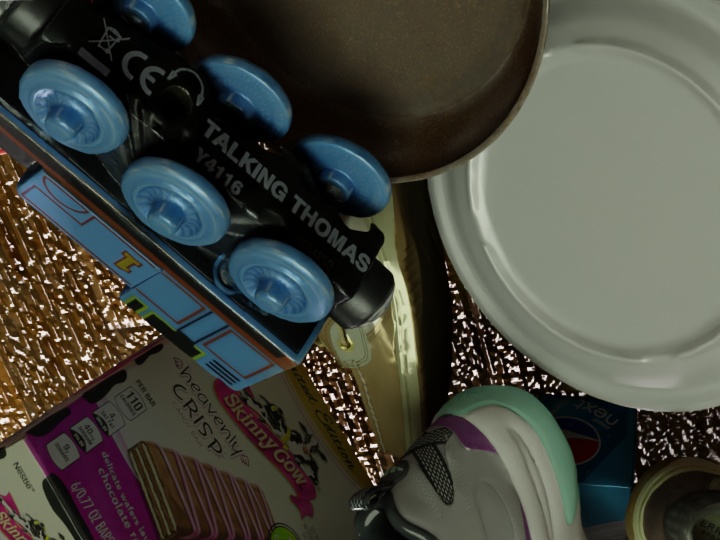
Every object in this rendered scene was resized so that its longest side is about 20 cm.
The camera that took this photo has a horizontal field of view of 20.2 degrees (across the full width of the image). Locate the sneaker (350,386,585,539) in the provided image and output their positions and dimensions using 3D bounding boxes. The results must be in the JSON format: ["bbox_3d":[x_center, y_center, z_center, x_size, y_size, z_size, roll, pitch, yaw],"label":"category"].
[{"bbox_3d":[0.057,0.167,0.895,0.078,0.140,0.201,-21,102,54],"label":"sneaker"}]

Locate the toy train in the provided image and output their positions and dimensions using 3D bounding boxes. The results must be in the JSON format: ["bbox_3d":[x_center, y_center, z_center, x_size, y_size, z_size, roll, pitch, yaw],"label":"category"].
[{"bbox_3d":[-0.077,-0.039,0.819,0.200,0.087,0.114,40,145,-16],"label":"toy train"}]

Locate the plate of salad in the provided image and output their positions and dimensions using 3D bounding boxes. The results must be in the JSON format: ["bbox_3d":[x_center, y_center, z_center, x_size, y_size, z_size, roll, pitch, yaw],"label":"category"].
[{"bbox_3d":[0.118,-0.035,0.868,0.199,0.048,0.201,16,120,29],"label":"plate of salad"}]

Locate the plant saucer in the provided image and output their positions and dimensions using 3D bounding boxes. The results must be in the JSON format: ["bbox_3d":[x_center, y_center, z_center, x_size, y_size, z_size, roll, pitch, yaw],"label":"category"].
[{"bbox_3d":[-0.007,-0.131,0.805,0.200,0.032,0.201,19,127,28],"label":"plant saucer"}]

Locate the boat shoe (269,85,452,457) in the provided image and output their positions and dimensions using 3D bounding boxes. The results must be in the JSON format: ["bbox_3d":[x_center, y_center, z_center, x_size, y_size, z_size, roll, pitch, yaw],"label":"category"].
[{"bbox_3d":[0.000,0.000,0.929,0.066,0.074,0.201,-1,118,16],"label":"boat shoe"}]

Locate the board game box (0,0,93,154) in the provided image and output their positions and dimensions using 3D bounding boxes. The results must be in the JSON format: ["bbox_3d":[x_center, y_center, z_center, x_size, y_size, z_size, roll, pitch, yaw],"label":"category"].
[{"bbox_3d":[-0.207,-0.111,0.839,0.199,0.046,0.152,-9,138,-6],"label":"board game box"}]

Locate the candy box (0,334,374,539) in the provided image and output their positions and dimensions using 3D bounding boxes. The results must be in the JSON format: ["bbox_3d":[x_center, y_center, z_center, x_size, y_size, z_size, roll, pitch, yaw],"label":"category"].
[{"bbox_3d":[-0.080,0.104,0.915,0.061,0.200,0.137,-28,95,31],"label":"candy box"}]

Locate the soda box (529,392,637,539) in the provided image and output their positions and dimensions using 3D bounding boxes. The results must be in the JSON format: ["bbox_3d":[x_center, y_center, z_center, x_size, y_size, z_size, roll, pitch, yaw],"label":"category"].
[{"bbox_3d":[0.103,0.158,1.038,0.067,0.064,0.201,4,130,7],"label":"soda box"}]

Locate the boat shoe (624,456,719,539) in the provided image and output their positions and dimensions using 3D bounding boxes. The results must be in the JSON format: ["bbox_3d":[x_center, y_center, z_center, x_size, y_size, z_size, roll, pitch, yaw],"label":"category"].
[{"bbox_3d":[0.217,0.144,0.919,0.200,0.066,0.072,22,98,-13],"label":"boat shoe"}]
